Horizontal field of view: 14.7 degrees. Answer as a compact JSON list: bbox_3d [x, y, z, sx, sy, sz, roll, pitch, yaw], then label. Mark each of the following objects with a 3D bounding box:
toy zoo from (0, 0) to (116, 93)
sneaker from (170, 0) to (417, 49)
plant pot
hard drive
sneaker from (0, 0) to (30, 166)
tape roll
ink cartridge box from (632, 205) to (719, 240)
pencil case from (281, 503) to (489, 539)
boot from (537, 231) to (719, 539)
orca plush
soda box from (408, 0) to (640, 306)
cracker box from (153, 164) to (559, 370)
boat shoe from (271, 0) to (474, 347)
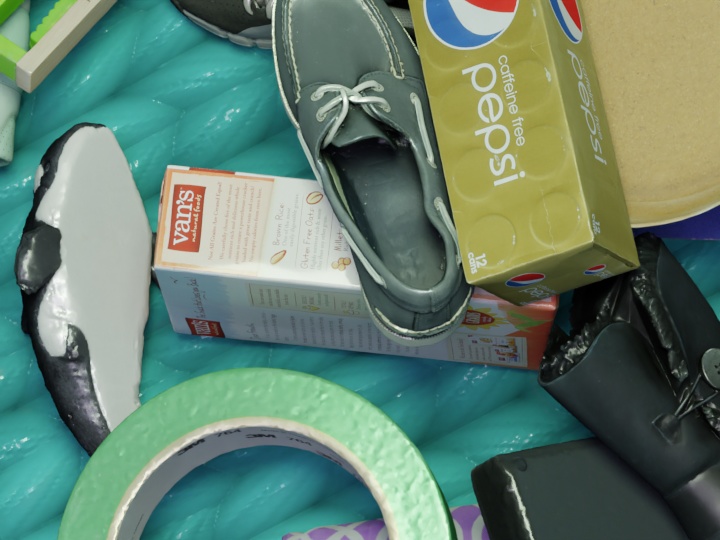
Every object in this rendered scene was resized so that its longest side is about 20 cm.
[{"bbox_3d":[-0.212,-0.193,1.469,0.199,0.021,0.131,33,61,11],"label":"toy zoo"},{"bbox_3d":[-0.013,-0.154,1.435,0.198,0.115,0.076,10,84,8],"label":"sneaker"},{"bbox_3d":[0.141,-0.117,1.348,0.199,0.027,0.202,-6,76,27],"label":"plant pot"},{"bbox_3d":[0.157,0.146,1.377,0.199,0.033,0.140,-7,72,-38],"label":"hard drive"},{"bbox_3d":[-0.275,-0.096,1.474,0.199,0.074,0.119,0,80,2],"label":"sneaker"},{"bbox_3d":[-0.051,0.150,1.383,0.199,0.048,0.202,-2,75,6],"label":"tape roll"},{"bbox_3d":[0.166,-0.117,1.402,0.196,0.043,0.202,2,85,46],"label":"ink cartridge box"},{"bbox_3d":[0.055,0.164,1.437,0.198,0.084,0.086,-6,120,5],"label":"pencil case"},{"bbox_3d":[0.190,0.043,1.378,0.168,0.076,0.200,50,56,-9],"label":"boot"},{"bbox_3d":[-0.145,0.027,1.480,0.105,0.071,0.201,-24,97,-41],"label":"orca plush"},{"bbox_3d":[0.072,-0.090,1.325,0.067,0.064,0.201,-18,72,22],"label":"soda box"},{"bbox_3d":[0.000,0.000,1.412,0.198,0.134,0.058,5,76,2],"label":"cracker box"},{"bbox_3d":[0.007,-0.065,1.328,0.072,0.062,0.201,-16,75,-4],"label":"boat shoe"}]
